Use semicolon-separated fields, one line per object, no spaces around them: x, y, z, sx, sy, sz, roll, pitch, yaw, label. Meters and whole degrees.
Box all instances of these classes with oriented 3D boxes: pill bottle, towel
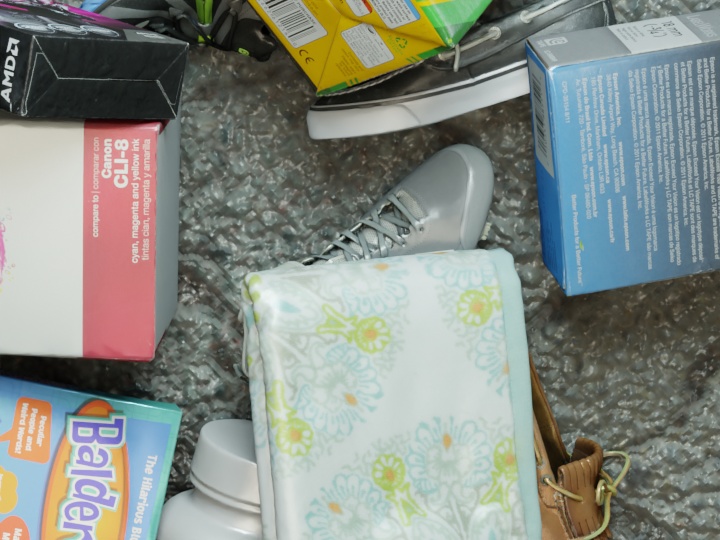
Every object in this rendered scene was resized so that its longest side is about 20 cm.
-0.080;0.202;1.567;0.119;0.120;0.201;14;102;-1;pill bottle
0.021;0.093;1.486;0.170;0.048;0.201;-6;91;-24;towel

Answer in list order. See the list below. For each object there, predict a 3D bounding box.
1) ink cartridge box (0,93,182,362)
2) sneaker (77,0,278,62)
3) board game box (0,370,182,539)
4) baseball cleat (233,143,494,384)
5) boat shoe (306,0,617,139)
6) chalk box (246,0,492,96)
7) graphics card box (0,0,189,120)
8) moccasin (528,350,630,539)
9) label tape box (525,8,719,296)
-0.213;-0.034;1.503;0.199;0.145;0.146;2;103;1;ink cartridge box
-0.088;-0.160;1.509;0.199;0.071;0.083;-19;96;3;sneaker
-0.221;0.138;1.518;0.199;0.045;0.153;11;91;-11;board game box
0.000;0.000;1.526;0.200;0.106;0.070;-54;52;11;baseball cleat
0.059;-0.131;1.510;0.198;0.074;0.068;-15;99;3;boat shoe
0.028;-0.217;1.438;0.124;0.200;0.125;-15;120;48;chalk box
-0.212;-0.132;1.443;0.199;0.125;0.051;22;105;38;graphics card box
0.126;0.128;1.573;0.077;0.074;0.202;-28;91;16;moccasin
0.205;-0.076;1.488;0.199;0.063;0.145;-9;112;-7;label tape box
